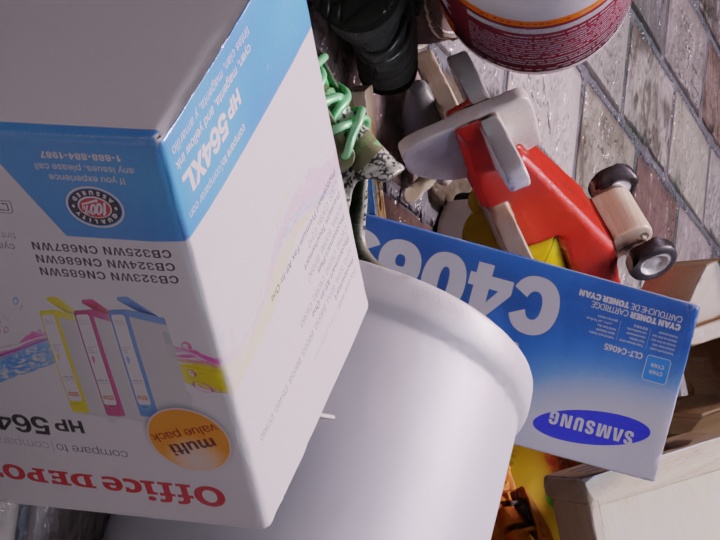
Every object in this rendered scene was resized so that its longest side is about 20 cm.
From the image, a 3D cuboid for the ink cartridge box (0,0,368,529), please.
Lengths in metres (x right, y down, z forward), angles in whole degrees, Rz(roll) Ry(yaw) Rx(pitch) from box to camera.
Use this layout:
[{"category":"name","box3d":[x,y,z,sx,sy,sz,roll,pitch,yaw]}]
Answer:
[{"category":"ink cartridge box","box3d":[-0.083,-0.006,0.745,0.126,0.127,0.201,-64,151,-46]}]

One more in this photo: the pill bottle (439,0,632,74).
[{"category":"pill bottle","box3d":[0.092,-0.168,1.088,0.200,0.112,0.114,51,45,-81]}]

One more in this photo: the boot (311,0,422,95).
[{"category":"boot","box3d":[0.013,-0.205,1.109,0.131,0.067,0.202,47,52,-77]}]

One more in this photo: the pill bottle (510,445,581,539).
[{"category":"pill bottle","box3d":[0.068,0.174,1.242,0.200,0.110,0.112,-61,149,-50]}]

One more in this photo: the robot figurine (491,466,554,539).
[{"category":"robot figurine","box3d":[0.058,0.192,1.112,0.058,0.144,0.201,125,-48,-59]}]

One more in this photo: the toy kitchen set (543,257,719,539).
[{"category":"toy kitchen set","box3d":[0.152,0.091,1.200,0.179,0.200,0.165,-13,93,-25]}]

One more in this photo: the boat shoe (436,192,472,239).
[{"category":"boat shoe","box3d":[0.075,0.046,1.289,0.201,0.074,0.093,-69,147,-42]}]

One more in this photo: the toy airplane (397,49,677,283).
[{"category":"toy airplane","box3d":[0.075,-0.028,1.175,0.200,0.141,0.200,52,18,-6]}]

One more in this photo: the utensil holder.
[{"category":"utensil holder","box3d":[-0.029,0.119,0.878,0.170,0.168,0.201,63,39,-56]}]

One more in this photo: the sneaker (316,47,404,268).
[{"category":"sneaker","box3d":[-0.019,-0.067,0.977,0.077,0.088,0.202,-52,141,-58]}]

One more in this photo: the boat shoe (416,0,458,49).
[{"category":"boat shoe","box3d":[0.068,-0.176,1.252,0.200,0.059,0.073,-36,127,-66]}]

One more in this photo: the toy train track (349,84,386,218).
[{"category":"toy train track","box3d":[0.000,0.000,1.127,0.115,0.032,0.202,-54,140,-72]}]

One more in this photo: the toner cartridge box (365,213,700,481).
[{"category":"toner cartridge box","box3d":[0.066,0.036,1.058,0.043,0.198,0.096,-136,-119,-87]}]
